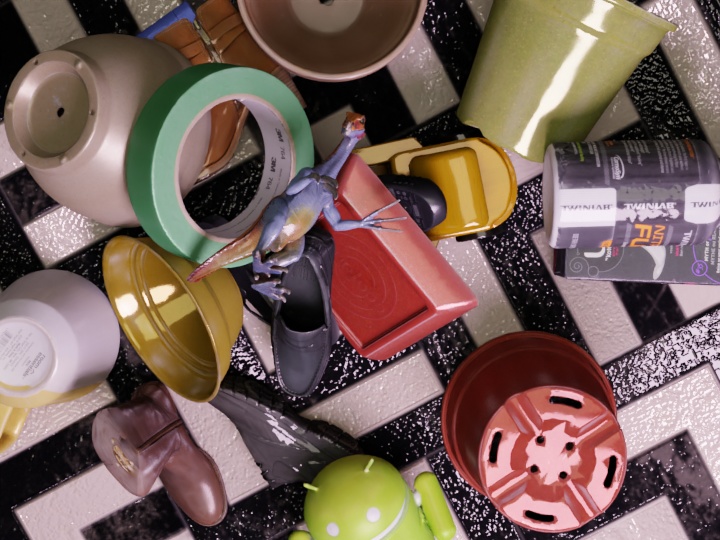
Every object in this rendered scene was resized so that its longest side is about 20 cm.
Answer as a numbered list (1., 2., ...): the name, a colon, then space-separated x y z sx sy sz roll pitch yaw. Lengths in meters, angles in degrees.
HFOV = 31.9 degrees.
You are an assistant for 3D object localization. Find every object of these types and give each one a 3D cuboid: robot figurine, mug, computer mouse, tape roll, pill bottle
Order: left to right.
1. mug: -0.343 0.098 1.346 0.149 0.153 0.187 -7 95 1
2. tape roll: -0.136 -0.105 1.257 0.200 0.048 0.201 -13 111 -40
3. robot figurine: 0.012 0.280 1.354 0.175 0.116 0.200 -23 125 3
4. computer mouse: 0.012 -0.079 1.298 0.034 0.200 0.059 -43 130 -34
5. pill bottle: 0.284 -0.076 1.242 0.199 0.106 0.107 -2 95 2

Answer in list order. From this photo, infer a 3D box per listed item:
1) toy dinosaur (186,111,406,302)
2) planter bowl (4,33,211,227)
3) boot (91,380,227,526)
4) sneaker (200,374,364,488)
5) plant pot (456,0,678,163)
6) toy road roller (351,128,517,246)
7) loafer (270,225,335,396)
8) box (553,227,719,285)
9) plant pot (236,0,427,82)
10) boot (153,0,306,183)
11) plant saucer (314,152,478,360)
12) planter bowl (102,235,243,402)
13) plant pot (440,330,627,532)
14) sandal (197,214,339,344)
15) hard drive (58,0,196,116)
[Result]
1. toy dinosaur: -0.063 -0.073 1.206 0.199 0.105 0.182 7 61 19
2. planter bowl: -0.271 -0.149 1.270 0.200 0.135 0.201 -2 85 27
3. boot: -0.210 0.213 1.329 0.064 0.200 0.187 -30 94 3
4. sneaker: -0.097 0.188 1.392 0.200 0.076 0.091 32 100 0
5. plant pot: 0.196 -0.214 1.307 0.200 0.200 0.185 25 105 -1
6. toy road roller: 0.065 -0.081 1.329 0.199 0.146 0.123 -12 94 2
7. loafer: -0.063 0.051 1.303 0.068 0.070 0.201 10 120 5
8. box: 0.313 -0.048 1.348 0.199 0.106 0.123 3 93 1
9. plant pot: -0.032 -0.296 1.334 0.200 0.093 0.202 0 91 -5
10. boot: -0.175 -0.184 1.336 0.200 0.074 0.155 -37 98 -9
11. plant saucer: 0.000 0.000 1.322 0.200 0.200 0.037 50 54 -3
12. planter bowl: -0.184 0.036 1.351 0.083 0.200 0.201 -32 94 -32
13. plant pot: 0.190 0.176 1.324 0.200 0.195 0.202 0 95 0
14. sandal: -0.111 0.024 1.377 0.200 0.043 0.076 39 137 5
15. hard drive: -0.234 -0.183 1.384 0.200 0.025 0.132 -35 94 3
